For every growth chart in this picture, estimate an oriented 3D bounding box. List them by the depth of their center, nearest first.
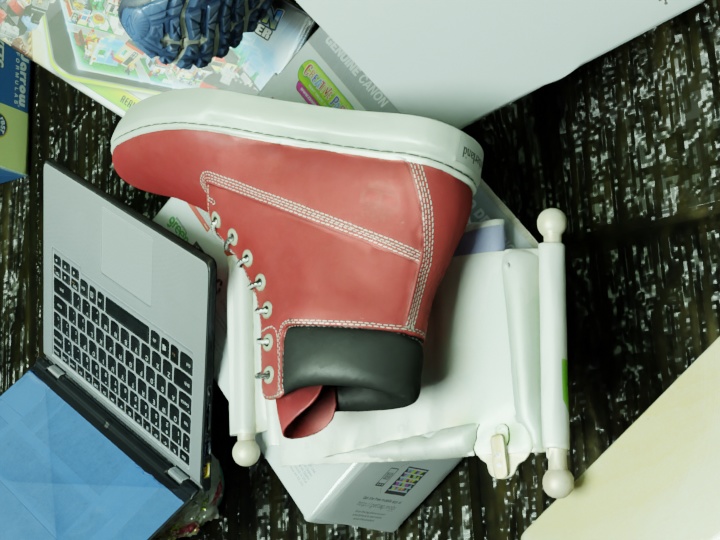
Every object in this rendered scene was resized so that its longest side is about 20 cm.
[{"bbox_3d":[0.012,0.027,0.676,0.198,0.018,0.147,-2,76,34],"label":"growth chart"}]

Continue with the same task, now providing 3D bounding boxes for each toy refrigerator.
[{"bbox_3d":[0.166,0.072,0.620,0.200,0.076,0.070,-48,56,18],"label":"toy refrigerator"}]

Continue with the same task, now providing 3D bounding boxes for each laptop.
[{"bbox_3d":[-0.175,0.067,0.782,0.187,0.115,0.202,28,121,46],"label":"laptop"}]

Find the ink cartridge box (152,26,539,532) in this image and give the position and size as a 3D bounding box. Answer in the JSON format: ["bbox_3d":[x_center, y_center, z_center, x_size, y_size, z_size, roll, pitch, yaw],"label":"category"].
[{"bbox_3d":[0.000,0.000,0.753,0.176,0.084,0.200,-48,56,16],"label":"ink cartridge box"}]

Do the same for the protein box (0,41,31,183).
[{"bbox_3d":[-0.359,-0.130,0.977,0.198,0.198,0.137,-11,73,33],"label":"protein box"}]

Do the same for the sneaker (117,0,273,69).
[{"bbox_3d":[-0.077,-0.180,0.790,0.085,0.200,0.077,36,135,8],"label":"sneaker"}]

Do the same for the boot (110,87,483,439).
[{"bbox_3d":[-0.050,-0.003,0.671,0.198,0.072,0.146,9,77,32],"label":"boot"}]

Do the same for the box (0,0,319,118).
[{"bbox_3d":[-0.129,-0.149,0.861,0.199,0.035,0.111,32,99,10],"label":"box"}]

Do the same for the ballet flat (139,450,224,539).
[{"bbox_3d":[-0.168,0.140,0.854,0.199,0.064,0.076,-24,75,30],"label":"ballet flat"}]

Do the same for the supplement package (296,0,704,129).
[{"bbox_3d":[0.052,-0.202,0.678,0.151,0.151,0.201,-25,40,29],"label":"supplement package"}]
